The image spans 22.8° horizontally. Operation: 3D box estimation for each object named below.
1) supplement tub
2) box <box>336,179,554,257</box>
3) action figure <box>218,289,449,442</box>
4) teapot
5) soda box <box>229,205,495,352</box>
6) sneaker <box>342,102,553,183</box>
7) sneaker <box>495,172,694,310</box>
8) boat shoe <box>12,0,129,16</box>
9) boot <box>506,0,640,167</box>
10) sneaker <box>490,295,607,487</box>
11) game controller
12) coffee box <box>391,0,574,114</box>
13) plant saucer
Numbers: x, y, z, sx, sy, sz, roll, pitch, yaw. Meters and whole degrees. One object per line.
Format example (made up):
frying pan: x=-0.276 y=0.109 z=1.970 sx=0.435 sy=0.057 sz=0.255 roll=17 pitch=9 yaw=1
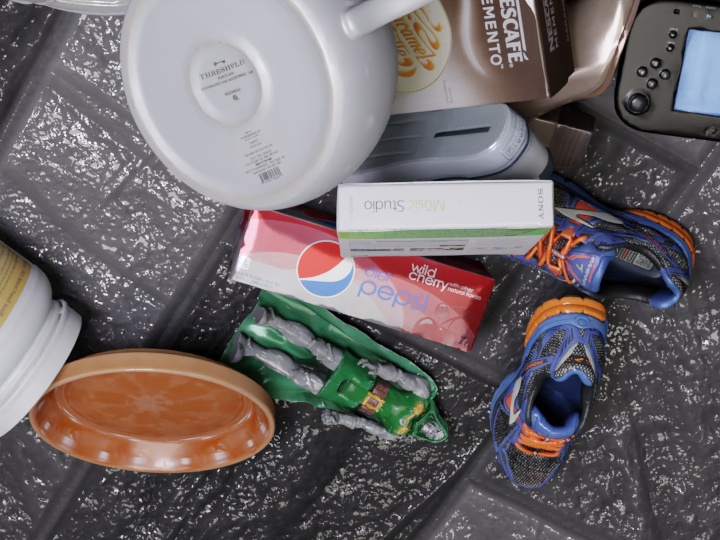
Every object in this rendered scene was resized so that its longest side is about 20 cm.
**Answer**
supplement tub: x=-0.332 y=0.026 z=1.387 sx=0.200 sy=0.145 sz=0.144 roll=38 pitch=115 yaw=-18
box: x=0.055 y=-0.035 z=1.255 sx=0.144 sy=0.200 sz=0.037 roll=-1 pitch=87 yaw=0
action figure: x=-0.010 y=0.091 z=1.470 sx=0.200 sy=0.055 sz=0.118 roll=27 pitch=115 yaw=-18
teapot: x=-0.047 y=-0.144 z=1.166 sx=0.200 sy=0.146 sz=0.198 roll=28 pitch=124 yaw=19
soda box: x=0.000 y=0.000 z=1.396 sx=0.199 sy=0.070 sz=0.064 roll=17 pitch=100 yaw=-9
sneaker: x=0.053 y=-0.079 z=1.296 sx=0.200 sy=0.073 sz=0.071 roll=7 pitch=154 yaw=48
sneaker: x=0.169 y=-0.021 z=1.379 sx=0.199 sy=0.079 sz=0.076 roll=12 pitch=120 yaw=-5
boat shoe: x=-0.242 y=-0.224 z=1.281 sx=0.199 sy=0.066 sz=0.072 roll=20 pitch=119 yaw=-9
boot: x=0.115 y=-0.164 z=1.307 sx=0.146 sy=0.070 sz=0.201 roll=18 pitch=112 yaw=1
sneaker: x=0.149 y=0.112 z=1.440 sx=0.075 sy=0.079 sz=0.200 roll=7 pitch=134 yaw=-2
game controller: x=0.290 y=-0.145 z=1.324 sx=0.199 sy=0.042 sz=0.105 roll=7 pitch=121 yaw=-3
coffee box: x=0.040 y=-0.174 z=1.252 sx=0.199 sy=0.080 sz=0.115 roll=-5 pitch=107 yaw=22
plant saucer: x=-0.169 y=0.113 z=1.455 sx=0.199 sy=0.032 sz=0.201 roll=0 pitch=150 yaw=0
